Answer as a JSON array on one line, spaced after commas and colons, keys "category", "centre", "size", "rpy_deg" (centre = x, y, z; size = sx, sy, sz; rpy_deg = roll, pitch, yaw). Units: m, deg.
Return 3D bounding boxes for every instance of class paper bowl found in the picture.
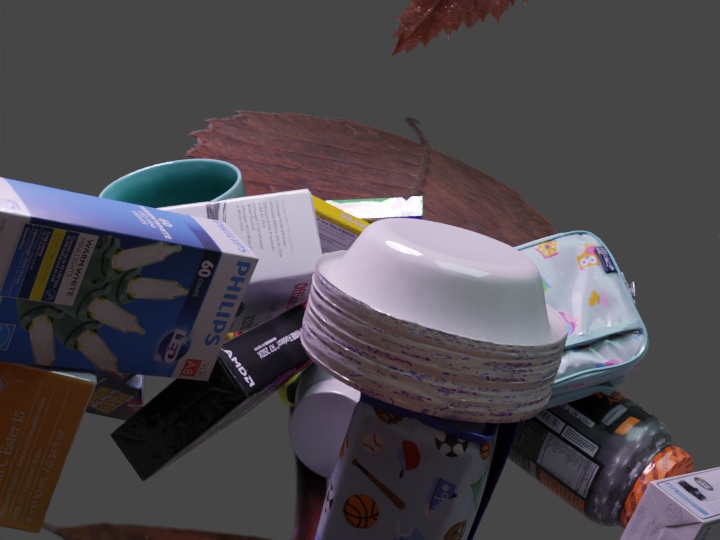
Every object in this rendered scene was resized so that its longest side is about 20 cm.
[{"category": "paper bowl", "centre": [0.060, 0.028, 0.938], "size": [0.198, 0.106, 0.201], "rpy_deg": [13, 14, -3]}]

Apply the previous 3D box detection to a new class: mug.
[{"category": "mug", "centre": [-0.199, -0.028, 1.283], "size": [0.184, 0.116, 0.151], "rpy_deg": [-28, 32, -33]}]

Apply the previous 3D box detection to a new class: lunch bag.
[{"category": "lunch bag", "centre": [0.048, 0.157, 0.984], "size": [0.123, 0.172, 0.200], "rpy_deg": [21, 14, 6]}, {"category": "lunch bag", "centre": [0.178, 0.057, 1.216], "size": [0.198, 0.077, 0.162], "rpy_deg": [-16, 62, -8]}]

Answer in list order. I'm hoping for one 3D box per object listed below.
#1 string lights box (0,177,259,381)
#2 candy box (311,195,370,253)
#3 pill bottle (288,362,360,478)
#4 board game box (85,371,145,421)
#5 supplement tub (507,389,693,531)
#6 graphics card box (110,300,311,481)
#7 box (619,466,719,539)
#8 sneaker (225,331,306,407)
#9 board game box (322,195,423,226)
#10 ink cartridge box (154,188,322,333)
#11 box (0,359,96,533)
[{"category": "string lights box", "centre": [-0.176, 0.008, 0.821], "size": [0.198, 0.104, 0.059], "rpy_deg": [10, 22, -41]}, {"category": "candy box", "centre": [0.000, 0.000, 1.251], "size": [0.199, 0.102, 0.027], "rpy_deg": [25, 35, -27]}, {"category": "pill bottle", "centre": [0.004, 0.112, 1.149], "size": [0.111, 0.113, 0.200], "rpy_deg": [26, 24, 8]}, {"category": "board game box", "centre": [-0.226, 0.049, 0.975], "size": [0.199, 0.199, 0.062], "rpy_deg": [25, 49, -35]}, {"category": "supplement tub", "centre": [0.227, 0.173, 1.256], "size": [0.199, 0.124, 0.122], "rpy_deg": [35, 20, 31]}, {"category": "graphics card box", "centre": [-0.108, 0.095, 1.034], "size": [0.051, 0.125, 0.200], "rpy_deg": [53, 21, 5]}, {"category": "box", "centre": [0.315, 0.250, 1.155], "size": [0.060, 0.118, 0.199], "rpy_deg": [35, 20, 35]}, {"category": "sneaker", "centre": [-0.096, 0.073, 1.235], "size": [0.089, 0.079, 0.200], "rpy_deg": [-4, 28, -12]}, {"category": "board game box", "centre": [0.003, 0.001, 1.304], "size": [0.133, 0.201, 0.029], "rpy_deg": [-2, 50, 4]}, {"category": "ink cartridge box", "centre": [-0.141, 0.003, 1.103], "size": [0.197, 0.085, 0.145], "rpy_deg": [-8, -18, -14]}, {"category": "box", "centre": [-0.294, 0.081, 0.834], "size": [0.198, 0.126, 0.098], "rpy_deg": [16, 18, -22]}]
